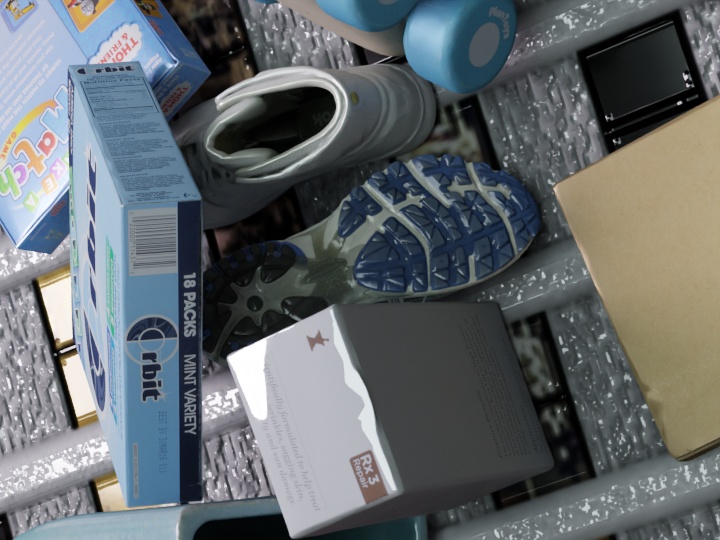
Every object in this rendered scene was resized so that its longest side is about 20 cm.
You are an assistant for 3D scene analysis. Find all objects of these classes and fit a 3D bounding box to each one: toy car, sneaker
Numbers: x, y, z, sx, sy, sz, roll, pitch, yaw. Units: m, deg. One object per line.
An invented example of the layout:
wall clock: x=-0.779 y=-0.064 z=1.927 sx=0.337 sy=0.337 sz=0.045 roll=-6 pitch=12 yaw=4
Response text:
toy car: x=0.008 y=-0.227 z=1.427 sx=0.184 sy=0.177 sz=0.201 roll=27 pitch=90 yaw=37
sneaker: x=-0.071 y=-0.071 z=1.486 sx=0.199 sy=0.115 sz=0.074 roll=-20 pitch=82 yaw=28
sneaker: x=0.000 y=0.000 z=1.456 sx=0.199 sy=0.085 sz=0.077 roll=-20 pitch=74 yaw=-7

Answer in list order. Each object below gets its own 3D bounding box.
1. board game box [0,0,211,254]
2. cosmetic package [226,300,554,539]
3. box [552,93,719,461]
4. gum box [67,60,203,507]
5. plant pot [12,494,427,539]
board game box: x=-0.191 y=-0.133 z=1.576 sx=0.151 sy=0.037 sz=0.200 roll=-46 pitch=59 yaw=20
cosmetic package: x=0.019 y=0.073 z=1.389 sx=0.074 sy=0.200 sz=0.102 roll=-25 pitch=78 yaw=25
box: x=0.214 y=-0.016 z=1.387 sx=0.200 sy=0.021 sz=0.164 roll=-29 pitch=77 yaw=25
gum box: x=-0.121 y=0.003 z=1.434 sx=0.044 sy=0.200 sz=0.171 roll=-4 pitch=116 yaw=-12
plant pot: x=-0.098 y=0.218 z=1.465 sx=0.199 sy=0.196 sz=0.197 roll=-3 pitch=88 yaw=41
